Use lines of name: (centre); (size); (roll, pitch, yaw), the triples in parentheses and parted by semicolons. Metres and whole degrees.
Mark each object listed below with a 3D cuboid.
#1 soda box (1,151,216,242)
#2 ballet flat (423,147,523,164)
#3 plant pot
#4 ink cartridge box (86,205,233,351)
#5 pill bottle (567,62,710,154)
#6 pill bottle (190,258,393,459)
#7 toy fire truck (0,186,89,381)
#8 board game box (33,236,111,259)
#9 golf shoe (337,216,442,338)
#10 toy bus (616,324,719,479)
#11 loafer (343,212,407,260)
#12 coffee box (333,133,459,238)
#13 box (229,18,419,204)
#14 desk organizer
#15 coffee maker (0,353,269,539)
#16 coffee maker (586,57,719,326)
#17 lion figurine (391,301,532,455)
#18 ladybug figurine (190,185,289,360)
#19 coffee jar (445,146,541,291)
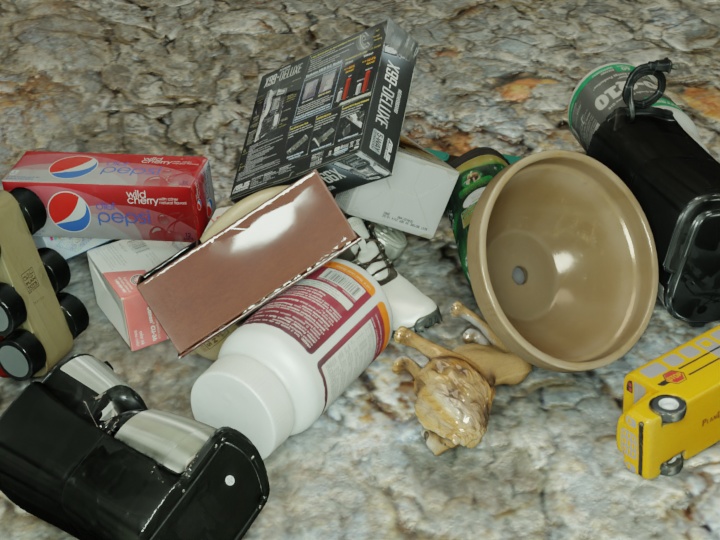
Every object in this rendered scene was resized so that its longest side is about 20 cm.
soda box: (-0.248, -0.074, 1.453); (0.197, 0.064, 0.070); (2, 31, 11)
ballet flat: (0.108, -0.100, 1.653); (0.198, 0.068, 0.068); (10, 26, 22)
plant pot: (0.170, -0.002, 1.354); (0.199, 0.203, 0.092); (-24, 1, -30)
ink cartridge box: (-0.168, 0.000, 1.521); (0.198, 0.068, 0.116); (-19, 33, -21)
pill bottle: (0.316, -0.148, 1.661); (0.112, 0.114, 0.201); (-10, 31, -9)
pill bottle: (-0.061, 0.080, 1.331); (0.108, 0.111, 0.200); (14, 35, 28)
toy fire truck: (-0.380, 0.009, 1.448); (0.198, 0.178, 0.129); (-4, 27, 31)
board game box: (-0.300, -0.062, 1.606); (0.198, 0.044, 0.199); (-26, 16, -33)
golf shoe: (0.000, 0.000, 1.473); (0.199, 0.096, 0.077); (25, 38, 38)
toy bus: (0.298, 0.106, 1.283); (0.198, 0.066, 0.078); (-23, 35, -28)
loafer: (-0.039, -0.057, 1.607); (0.199, 0.070, 0.070); (30, 22, 22)
coffee box: (0.002, -0.117, 1.565); (0.112, 0.081, 0.200); (15, 15, -33)
box: (-0.038, -0.150, 1.487); (0.199, 0.050, 0.159); (-17, 51, 43)
desk organizer: (-0.104, -0.010, 1.350); (0.199, 0.077, 0.072); (-33, 9, -2)
coffee maker: (-0.205, 0.175, 1.167); (0.199, 0.136, 0.191); (20, 39, 36)
coffee maker: (0.308, -0.075, 1.449); (0.133, 0.194, 0.200); (-20, 32, -10)
lion figurine: (0.106, 0.089, 1.334); (0.122, 0.073, 0.199); (31, 40, 31)
ladybug figurine: (-0.108, 0.001, 1.438); (0.200, 0.136, 0.072); (-46, 26, -9)
coffee jar: (0.139, -0.044, 1.514); (0.085, 0.105, 0.201); (-29, 28, 11)
